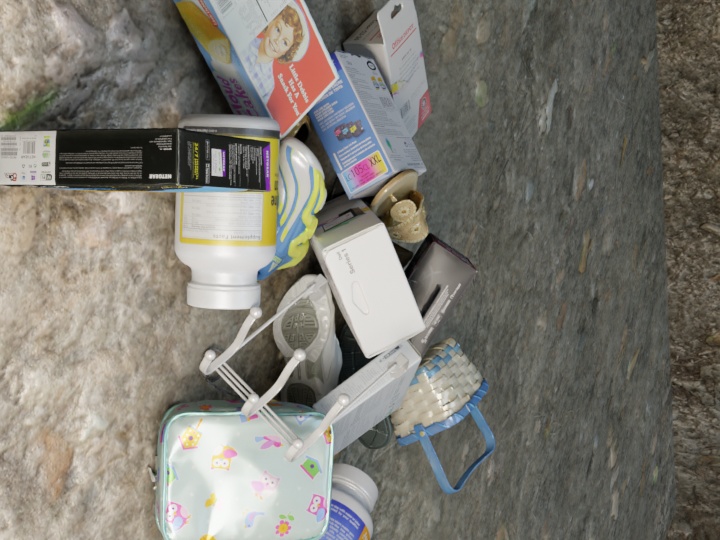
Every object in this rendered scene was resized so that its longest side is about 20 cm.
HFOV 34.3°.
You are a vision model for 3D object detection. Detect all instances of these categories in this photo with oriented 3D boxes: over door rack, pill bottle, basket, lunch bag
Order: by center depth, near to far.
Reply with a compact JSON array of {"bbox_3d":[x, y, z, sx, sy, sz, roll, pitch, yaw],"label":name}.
[{"bbox_3d":[-0.054,0.092,1.255,0.199,0.148,0.067,-35,161,-39],"label":"over door rack"},{"bbox_3d":[-0.144,-0.064,1.255,0.112,0.110,0.204,-7,101,-63],"label":"pill bottle"},{"bbox_3d":[-0.130,0.225,1.265,0.077,0.197,0.163,-170,-98,-73],"label":"lunch bag"},{"bbox_3d":[-0.049,0.353,1.512,0.201,0.111,0.113,-59,143,-40],"label":"pill bottle"},{"bbox_3d":[0.131,0.221,1.798,0.202,0.138,0.176,60,32,-1],"label":"basket"}]

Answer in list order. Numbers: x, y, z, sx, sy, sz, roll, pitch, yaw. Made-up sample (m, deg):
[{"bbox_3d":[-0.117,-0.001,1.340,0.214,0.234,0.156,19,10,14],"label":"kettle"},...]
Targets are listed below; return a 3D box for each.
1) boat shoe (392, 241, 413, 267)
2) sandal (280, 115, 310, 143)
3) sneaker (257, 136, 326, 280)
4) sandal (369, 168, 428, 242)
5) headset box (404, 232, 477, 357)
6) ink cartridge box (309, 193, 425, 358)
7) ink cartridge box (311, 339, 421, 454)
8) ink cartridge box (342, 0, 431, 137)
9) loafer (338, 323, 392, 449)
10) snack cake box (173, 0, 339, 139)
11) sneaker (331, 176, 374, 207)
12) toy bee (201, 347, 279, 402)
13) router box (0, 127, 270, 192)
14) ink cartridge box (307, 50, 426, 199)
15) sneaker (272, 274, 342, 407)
[{"bbox_3d":[0.018,-0.011,1.647,0.070,0.073,0.200,-66,162,8],"label":"boat shoe"},{"bbox_3d":[-0.089,-0.162,1.413,0.080,0.053,0.203,-23,114,-60],"label":"sandal"},{"bbox_3d":[-0.098,-0.057,1.341,0.105,0.075,0.201,-42,155,-33],"label":"sneaker"},{"bbox_3d":[0.061,-0.068,1.493,0.077,0.070,0.212,-41,173,-6],"label":"sandal"},{"bbox_3d":[0.088,0.035,1.600,0.150,0.074,0.200,-58,-179,5],"label":"headset box"},{"bbox_3d":[0.000,0.000,1.441,0.200,0.083,0.146,-125,-168,-72],"label":"ink cartridge box"},{"bbox_3d":[-0.022,0.183,1.443,0.199,0.041,0.200,-36,165,-20],"label":"ink cartridge box"},{"bbox_3d":[0.037,-0.287,1.631,0.117,0.067,0.202,-53,141,-47],"label":"ink cartridge box"},{"bbox_3d":[0.007,0.152,1.655,0.063,0.071,0.203,-74,157,-68],"label":"loafer"},{"bbox_3d":[-0.114,-0.260,1.288,0.115,0.067,0.201,-51,133,-27],"label":"snack cake box"},{"bbox_3d":[0.011,-0.112,1.621,0.200,0.073,0.081,26,60,-67],"label":"sneaker"},{"bbox_3d":[-0.116,0.196,1.360,0.132,0.107,0.201,-66,148,-29],"label":"toy bee"},{"bbox_3d":[-0.199,-0.096,1.042,0.149,0.197,0.052,-3,95,-63],"label":"router box"},{"bbox_3d":[-0.006,-0.198,1.479,0.202,0.076,0.136,66,21,4],"label":"ink cartridge box"},{"bbox_3d":[-0.061,0.093,1.505,0.099,0.077,0.203,-42,140,-62],"label":"sneaker"}]
